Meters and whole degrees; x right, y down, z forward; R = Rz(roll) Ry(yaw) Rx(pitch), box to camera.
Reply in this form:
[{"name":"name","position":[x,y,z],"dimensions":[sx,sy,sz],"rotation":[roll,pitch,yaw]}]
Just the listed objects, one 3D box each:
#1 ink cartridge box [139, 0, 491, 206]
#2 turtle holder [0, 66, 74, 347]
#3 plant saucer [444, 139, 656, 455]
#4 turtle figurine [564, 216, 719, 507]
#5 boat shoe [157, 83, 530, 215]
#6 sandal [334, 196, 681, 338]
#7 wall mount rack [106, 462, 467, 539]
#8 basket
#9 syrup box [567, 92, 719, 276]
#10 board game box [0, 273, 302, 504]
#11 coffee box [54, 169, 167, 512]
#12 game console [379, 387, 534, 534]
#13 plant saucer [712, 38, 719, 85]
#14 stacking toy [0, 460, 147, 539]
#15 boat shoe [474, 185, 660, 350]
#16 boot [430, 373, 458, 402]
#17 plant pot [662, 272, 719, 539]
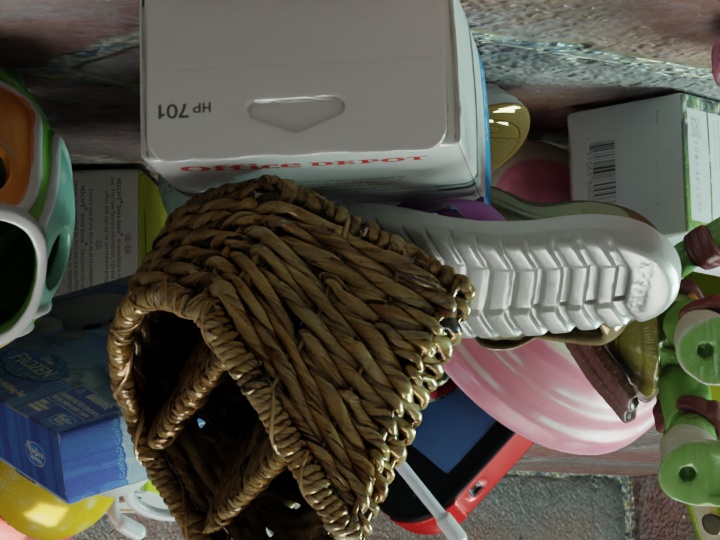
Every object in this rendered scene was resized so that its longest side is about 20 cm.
[{"name":"ink cartridge box","position":[-0.017,-0.077,1.424],"dimensions":[0.146,0.086,0.200],"rotation":[-2,171,6]},{"name":"turtle holder","position":[-0.216,-0.010,1.496],"dimensions":[0.141,0.186,0.132],"rotation":[25,-164,-35]},{"name":"plant saucer","position":[0.107,0.004,1.677],"dimensions":[0.200,0.201,0.051],"rotation":[7,147,-41]},{"name":"turtle figurine","position":[0.202,0.046,1.540],"dimensions":[0.200,0.144,0.194],"rotation":[39,-165,-10]},{"name":"boat shoe","position":[-0.011,-0.068,1.578],"dimensions":[0.199,0.070,0.071],"rotation":[-16,141,-12]},{"name":"sandal","position":[0.058,-0.008,1.432],"dimensions":[0.202,0.050,0.083],"rotation":[5,137,20]},{"name":"wall mount rack","position":[-0.044,0.128,1.738],"dimensions":[0.173,0.075,0.200],"rotation":[26,133,-31]},{"name":"basket","position":[-0.057,0.061,1.407],"dimensions":[0.142,0.150,0.200],"rotation":[28,159,-7]},{"name":"syrup box","position":[0.207,-0.043,1.695],"dimensions":[0.081,0.079,0.199],"rotation":[-9,169,39]},{"name":"board game box","position":[-0.113,0.052,1.608],"dimensions":[0.198,0.044,0.200],"rotation":[-15,-160,-28]},{"name":"coffee box","position":[-0.215,0.052,1.905],"dimensions":[0.197,0.201,0.200],"rotation":[-2,172,5]},{"name":"game console","position":[0.057,0.051,1.812],"dimensions":[0.177,0.200,0.031],"rotation":[39,174,45]},{"name":"plant saucer","position":[0.269,-0.088,1.438],"dimensions":[0.199,0.051,0.201],"rotation":[0,172,0]},{"name":"stacking toy","position":[-0.181,0.110,1.681],"dimensions":[0.146,0.147,0.199],"rotation":[6,172,-39]},{"name":"boat shoe","position":[0.071,0.002,1.519],"dimensions":[0.200,0.065,0.071],"rotation":[0,134,54]},{"name":"boot","position":[0.001,-0.001,1.704],"dimensions":[0.073,0.154,0.203],"rotation":[-43,168,9]},{"name":"plant pot","position":[0.288,0.069,1.854],"dimensions":[0.199,0.200,0.181],"rotation":[-7,-160,34]}]
